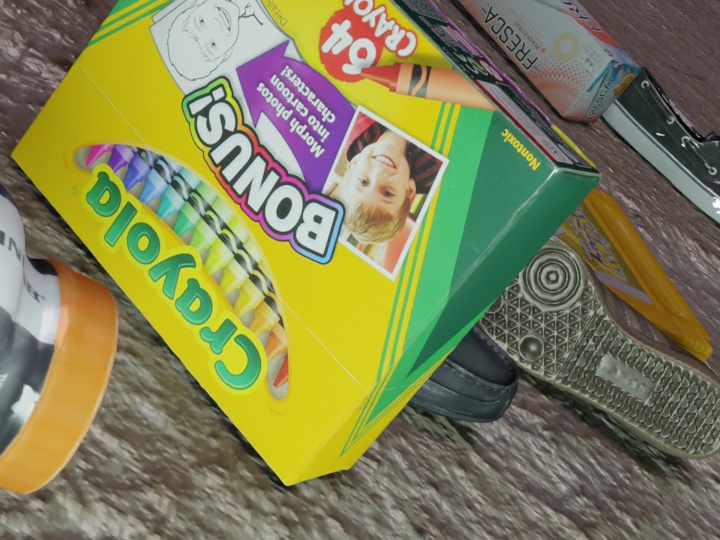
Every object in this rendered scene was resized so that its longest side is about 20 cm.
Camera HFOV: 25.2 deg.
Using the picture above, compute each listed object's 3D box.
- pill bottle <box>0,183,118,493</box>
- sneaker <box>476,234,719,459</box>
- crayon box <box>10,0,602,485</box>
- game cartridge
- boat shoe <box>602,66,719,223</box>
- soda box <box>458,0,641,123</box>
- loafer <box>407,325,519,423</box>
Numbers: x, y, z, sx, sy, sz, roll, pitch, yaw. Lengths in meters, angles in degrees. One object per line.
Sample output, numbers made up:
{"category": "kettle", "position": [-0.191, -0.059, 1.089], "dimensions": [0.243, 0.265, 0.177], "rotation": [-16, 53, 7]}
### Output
{"category": "pill bottle", "position": [-0.170, 0.000, 0.461], "dimensions": [0.199, 0.106, 0.107], "rotation": [26, 26, -30]}
{"category": "sneaker", "position": [0.125, 0.037, 0.927], "dimensions": [0.200, 0.071, 0.076], "rotation": [40, 3, -7]}
{"category": "crayon box", "position": [-0.030, -0.044, 0.672], "dimensions": [0.200, 0.173, 0.058], "rotation": [47, 21, 20]}
{"category": "game cartridge", "position": [0.135, -0.022, 1.071], "dimensions": [0.199, 0.032, 0.177], "rotation": [20, 30, -37]}
{"category": "boat shoe", "position": [0.304, -0.101, 1.445], "dimensions": [0.200, 0.057, 0.069], "rotation": [42, 22, 5]}
{"category": "soda box", "position": [0.153, -0.221, 1.415], "dimensions": [0.200, 0.068, 0.063], "rotation": [52, 25, 24]}
{"category": "loafer", "position": [0.000, 0.000, 0.770], "dimensions": [0.200, 0.071, 0.068], "rotation": [36, 23, -9]}
